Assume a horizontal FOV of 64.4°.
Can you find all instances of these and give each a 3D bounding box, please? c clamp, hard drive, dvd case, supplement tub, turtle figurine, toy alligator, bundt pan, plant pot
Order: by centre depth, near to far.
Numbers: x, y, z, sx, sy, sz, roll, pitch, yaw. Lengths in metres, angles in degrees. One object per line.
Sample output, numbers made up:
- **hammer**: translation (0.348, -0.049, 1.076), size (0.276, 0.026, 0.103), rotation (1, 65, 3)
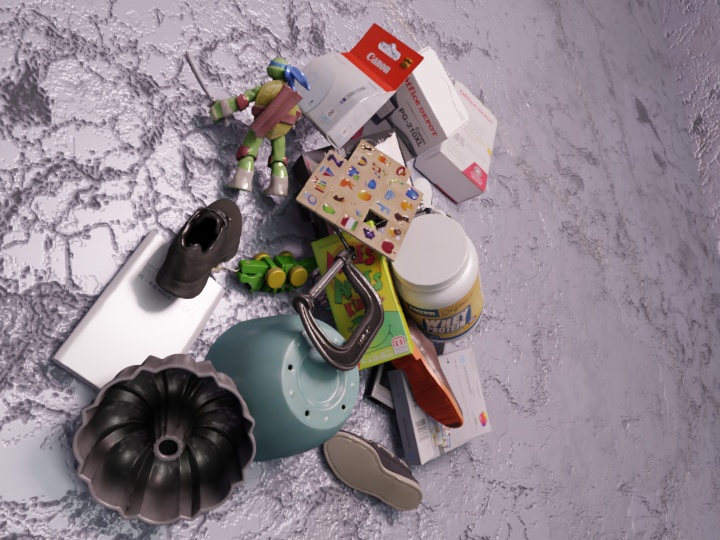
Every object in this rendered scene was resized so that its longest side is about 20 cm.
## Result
- **bundt pan**: translation (-0.222, 0.185, 0.667), size (0.196, 0.076, 0.208), rotation (-5, 109, -13)
- **hard drive**: translation (-0.276, 0.067, 0.738), size (0.132, 0.025, 0.203), rotation (43, 53, -23)
- **c clamp**: translation (-0.034, 0.032, 0.770), size (0.172, 0.027, 0.201), rotation (51, 34, -15)
- **plant pot**: translation (-0.094, 0.153, 0.779), size (0.197, 0.159, 0.207), rotation (14, 68, -37)
- **toy alligator**: translation (-0.146, 0.010, 0.854), size (0.196, 0.059, 0.055), rotation (-5, 122, -37)
- **turtle figurine**: translation (-0.162, -0.222, 0.892), size (0.143, 0.195, 0.200), rotation (-4, 103, -68)
- **supplement tub**: translation (0.127, 0.016, 0.940), size (0.201, 0.141, 0.148), rotation (61, 37, -57)
- **dvd case**: translation (0.090, 0.161, 1.026), size (0.149, 0.024, 0.204), rotation (35, 58, -29)

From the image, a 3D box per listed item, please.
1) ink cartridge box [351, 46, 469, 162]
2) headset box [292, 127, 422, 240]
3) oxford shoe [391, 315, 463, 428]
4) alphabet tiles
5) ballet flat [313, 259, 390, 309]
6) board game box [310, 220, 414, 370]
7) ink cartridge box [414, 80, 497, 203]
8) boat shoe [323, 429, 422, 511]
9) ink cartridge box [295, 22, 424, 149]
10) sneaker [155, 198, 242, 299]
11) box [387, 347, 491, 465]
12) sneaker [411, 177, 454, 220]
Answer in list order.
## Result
- **ink cartridge box**: translation (0.074, -0.275, 1.026), size (0.084, 0.198, 0.147), rotation (-41, 103, -40)
- **headset box**: translation (-0.014, -0.135, 0.961), size (0.196, 0.075, 0.152), rotation (-20, 90, -22)
- **oxford shoe**: translation (0.115, 0.164, 0.933), size (0.203, 0.070, 0.072), rotation (57, 44, -9)
- **alphabet tiles**: translation (0.010, -0.121, 0.871), size (0.165, 0.008, 0.202), rotation (31, 47, -4)
- **ballet flat**: translation (0.000, 0.000, 0.969), size (0.197, 0.068, 0.073), rotation (-23, 99, -39)
- **board game box**: translation (0.004, 0.039, 0.869), size (0.048, 0.099, 0.205), rotation (-10, 82, -80)
- **ink cartridge box**: translation (0.207, -0.271, 1.217), size (0.146, 0.085, 0.204), rotation (34, 56, -28)
- **boat shoe**: translation (0.017, 0.308, 0.911), size (0.199, 0.073, 0.063), rotation (40, 12, -19)
- **ink cartridge box**: translation (-0.015, -0.317, 0.934), size (0.161, 0.200, 0.047), rotation (49, 7, 38)
- **sneaker**: translation (-0.199, -0.049, 0.764), size (0.074, 0.092, 0.202), rotation (24, 34, -8)
- **box**: translation (0.143, 0.233, 1.009), size (0.197, 0.041, 0.160), rotation (-8, 82, -41)
- **sneaker**: translation (0.132, -0.101, 1.071), size (0.079, 0.128, 0.203), rotation (37, 56, -26)
